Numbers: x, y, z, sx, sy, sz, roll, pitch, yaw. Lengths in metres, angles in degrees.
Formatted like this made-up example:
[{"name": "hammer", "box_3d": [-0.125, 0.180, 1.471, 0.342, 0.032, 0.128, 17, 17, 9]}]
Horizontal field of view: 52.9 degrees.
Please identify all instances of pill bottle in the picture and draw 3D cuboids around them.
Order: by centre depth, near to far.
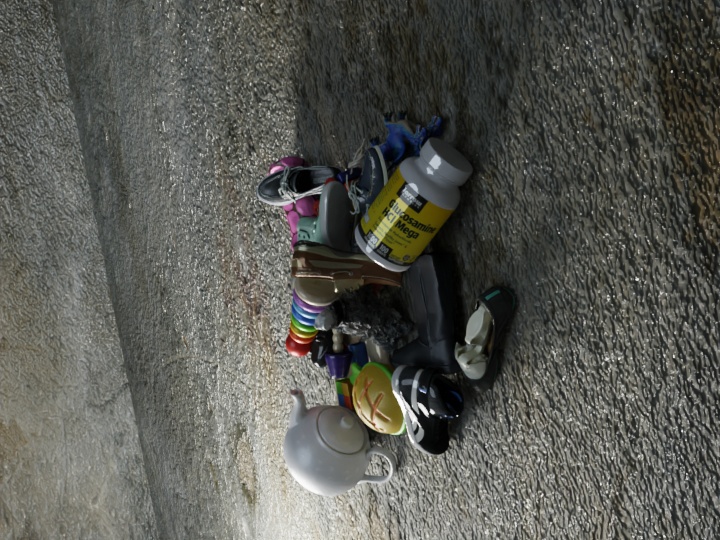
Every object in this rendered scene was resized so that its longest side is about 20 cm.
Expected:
[{"name": "pill bottle", "box_3d": [0.085, -0.105, 1.144, 0.200, 0.112, 0.113, -54, 55, 28]}]

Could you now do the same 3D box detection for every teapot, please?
[{"name": "teapot", "box_3d": [-0.051, 0.350, 1.475, 0.146, 0.199, 0.198, -55, 44, 36]}]

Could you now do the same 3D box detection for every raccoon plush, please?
[{"name": "raccoon plush", "box_3d": [0.004, 0.109, 1.288, 0.134, 0.200, 0.097, 40, 126, 9]}]

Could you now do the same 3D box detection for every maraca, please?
[{"name": "maraca", "box_3d": [0.033, 0.233, 1.336, 0.200, 0.106, 0.138, -2, 100, 63]}]

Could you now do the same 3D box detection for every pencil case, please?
[{"name": "pencil case", "box_3d": [-0.131, -0.131, 1.507, 0.093, 0.091, 0.202, -20, 80, 21]}]

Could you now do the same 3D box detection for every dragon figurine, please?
[{"name": "dragon figurine", "box_3d": [0.065, -0.201, 1.215, 0.100, 0.058, 0.200, 62, 142, 23]}]

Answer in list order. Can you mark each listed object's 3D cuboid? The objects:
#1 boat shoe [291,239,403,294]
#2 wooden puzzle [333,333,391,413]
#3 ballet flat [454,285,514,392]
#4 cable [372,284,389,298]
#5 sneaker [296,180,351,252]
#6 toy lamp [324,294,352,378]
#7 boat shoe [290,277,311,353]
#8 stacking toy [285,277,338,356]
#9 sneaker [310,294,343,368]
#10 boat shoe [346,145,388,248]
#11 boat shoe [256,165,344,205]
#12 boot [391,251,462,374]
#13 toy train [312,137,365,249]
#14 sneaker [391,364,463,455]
[{"name": "boat shoe", "box_3d": [-0.026, 0.005, 1.251, 0.076, 0.198, 0.075, 70, -147, -80]}, {"name": "wooden puzzle", "box_3d": [-0.009, 0.212, 1.476, 0.199, 0.046, 0.187, -4, 97, 56]}, {"name": "ballet flat", "box_3d": [0.184, 0.113, 1.136, 0.068, 0.068, 0.202, 37, 130, 42]}, {"name": "cable", "box_3d": [0.000, 0.000, 1.418, 0.200, 0.050, 0.098, 41, 151, 58]}, {"name": "sneaker", "box_3d": [-0.079, -0.087, 1.319, 0.118, 0.074, 0.202, 28, 139, 29]}, {"name": "toy lamp", "box_3d": [-0.044, 0.109, 1.411, 0.058, 0.058, 0.202, 10, 104, 54]}, {"name": "boat shoe", "box_3d": [-0.106, 0.088, 1.555, 0.073, 0.074, 0.202, 16, 115, 53]}, {"name": "stacking toy", "box_3d": [-0.106, 0.092, 1.388, 0.086, 0.085, 0.201, 54, 140, 30]}, {"name": "sneaker", "box_3d": [-0.080, 0.099, 1.472, 0.073, 0.081, 0.202, 25, 105, 57]}, {"name": "boat shoe", "box_3d": [0.009, -0.121, 1.237, 0.201, 0.061, 0.075, 94, 167, -45]}, {"name": "boat shoe", "box_3d": [-0.127, -0.170, 1.421, 0.198, 0.068, 0.074, 0, 89, 25]}, {"name": "boot", "box_3d": [0.102, 0.070, 1.245, 0.164, 0.065, 0.202, -5, 100, 48]}, {"name": "toy train", "box_3d": [-0.002, -0.133, 1.324, 0.116, 0.084, 0.200, 54, 143, 14]}, {"name": "sneaker", "box_3d": [0.133, 0.249, 1.223, 0.111, 0.073, 0.201, 3, 131, 42]}]
